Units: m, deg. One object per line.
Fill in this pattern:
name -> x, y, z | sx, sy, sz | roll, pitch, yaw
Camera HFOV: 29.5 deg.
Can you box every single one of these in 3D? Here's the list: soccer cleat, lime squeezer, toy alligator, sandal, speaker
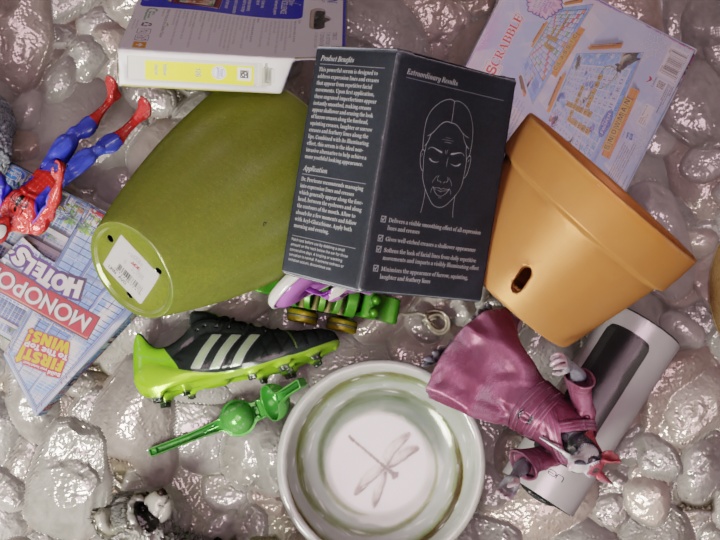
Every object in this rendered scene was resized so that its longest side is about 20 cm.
soccer cleat -> -0.122, 0.072, 1.314 | 0.200, 0.068, 0.081 | -12, 75, -3
lime squeezer -> -0.111, 0.140, 1.305 | 0.200, 0.071, 0.038 | -26, 97, 31
toy alligator -> -0.005, 0.031, 1.326 | 0.200, 0.054, 0.059 | 12, 86, -2
sandal -> 0.003, -0.004, 1.275 | 0.203, 0.082, 0.050 | -26, 69, -38
speaker -> 0.222, 0.135, 1.320 | 0.081, 0.081, 0.200 | 34, 86, -1

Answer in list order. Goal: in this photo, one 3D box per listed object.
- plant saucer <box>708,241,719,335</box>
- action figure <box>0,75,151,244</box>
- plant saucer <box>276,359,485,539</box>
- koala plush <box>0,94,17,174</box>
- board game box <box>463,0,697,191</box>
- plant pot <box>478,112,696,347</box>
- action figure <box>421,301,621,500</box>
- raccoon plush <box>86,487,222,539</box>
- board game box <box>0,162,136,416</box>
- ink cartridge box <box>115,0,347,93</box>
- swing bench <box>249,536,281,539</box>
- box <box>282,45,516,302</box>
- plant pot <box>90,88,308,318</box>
plant saucer -> 0.449, 0.019, 1.362 | 0.200, 0.035, 0.200 | 0, 87, -3
action figure -> -0.280, -0.109, 1.258 | 0.065, 0.099, 0.200 | 32, 69, 15
plant saucer -> 0.019, 0.186, 1.319 | 0.200, 0.050, 0.200 | 0, 86, -4
koala plush -> -0.416, -0.132, 1.228 | 0.184, 0.200, 0.177 | -34, 74, -7
board game box -> 0.199, -0.175, 1.357 | 0.199, 0.041, 0.200 | 28, 86, -1
plant pot -> 0.183, -0.025, 1.242 | 0.200, 0.200, 0.140 | 41, 101, 0
action figure -> 0.155, 0.131, 1.263 | 0.200, 0.149, 0.134 | 41, 96, 18
raccoon plush -> -0.209, 0.302, 1.283 | 0.134, 0.097, 0.200 | 23, 86, 6
board game box -> -0.301, 0.027, 1.306 | 0.200, 0.062, 0.200 | 28, 84, -1
ink cartridge box -> -0.113, -0.221, 1.275 | 0.200, 0.198, 0.047 | 5, 120, -3
swing bench -> -0.049, 0.373, 1.268 | 0.200, 0.130, 0.199 | 23, 86, 4
box -> 0.034, -0.082, 1.176 | 0.148, 0.107, 0.200 | 7, 95, -43
plant pot -> -0.137, -0.045, 1.216 | 0.187, 0.187, 0.200 | 49, 47, 1
